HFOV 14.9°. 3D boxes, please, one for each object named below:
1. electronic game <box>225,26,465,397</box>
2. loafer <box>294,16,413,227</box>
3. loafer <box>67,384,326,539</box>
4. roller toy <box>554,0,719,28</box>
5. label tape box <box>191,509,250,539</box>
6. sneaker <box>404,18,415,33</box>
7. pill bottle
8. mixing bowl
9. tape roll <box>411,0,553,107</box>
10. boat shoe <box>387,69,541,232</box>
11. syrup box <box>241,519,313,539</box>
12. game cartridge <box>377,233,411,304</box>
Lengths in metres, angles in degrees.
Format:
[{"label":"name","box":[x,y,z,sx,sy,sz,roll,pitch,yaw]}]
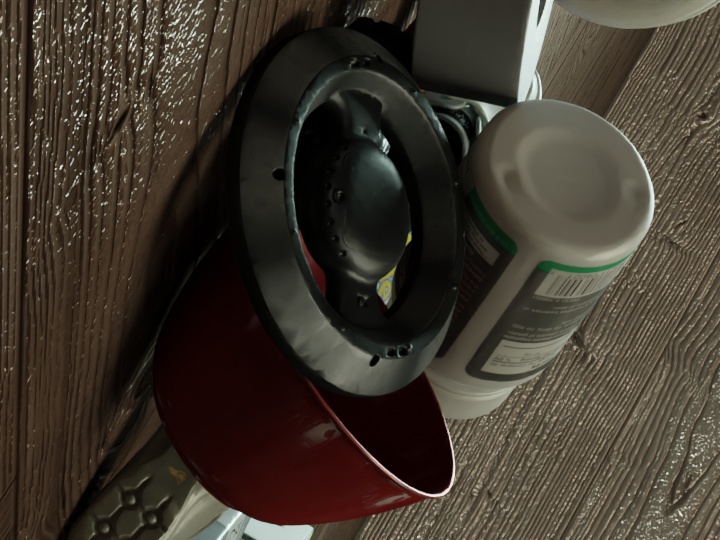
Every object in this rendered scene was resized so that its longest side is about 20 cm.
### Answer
[{"label":"electronic game","box":[-0.005,-0.032,1.484,0.200,0.042,0.201,14,72,-51]},{"label":"loafer","box":[-0.014,-0.074,1.588,0.201,0.068,0.071,-59,166,-53]},{"label":"loafer","box":[-0.097,0.113,1.662,0.200,0.070,0.070,-40,176,-10]},{"label":"roller toy","box":[0.194,-0.257,1.919,0.200,0.182,0.140,-62,174,9]},{"label":"label tape box","box":[-0.126,0.201,1.910,0.144,0.066,0.200,-64,171,25]},{"label":"sneaker","box":[0.067,-0.198,1.803,0.200,0.078,0.116,-46,139,-4]},{"label":"pill bottle","box":[0.085,-0.001,1.637,0.113,0.113,0.200,-56,179,-40]},{"label":"mixing bowl","box":[-0.046,0.069,1.559,0.108,0.200,0.200,-34,-179,16]},{"label":"tape roll","box":[0.083,-0.198,1.612,0.200,0.066,0.201,14,90,-84]},{"label":"boat shoe","box":[0.052,-0.076,1.682,0.200,0.074,0.065,-47,179,-32]},{"label":"syrup box","box":[-0.122,0.282,2.221,0.200,0.079,0.081,-63,174,18]},{"label":"game cartridge","box":[0.000,0.000,1.745,0.177,0.032,0.200,-59,140,-17]}]
